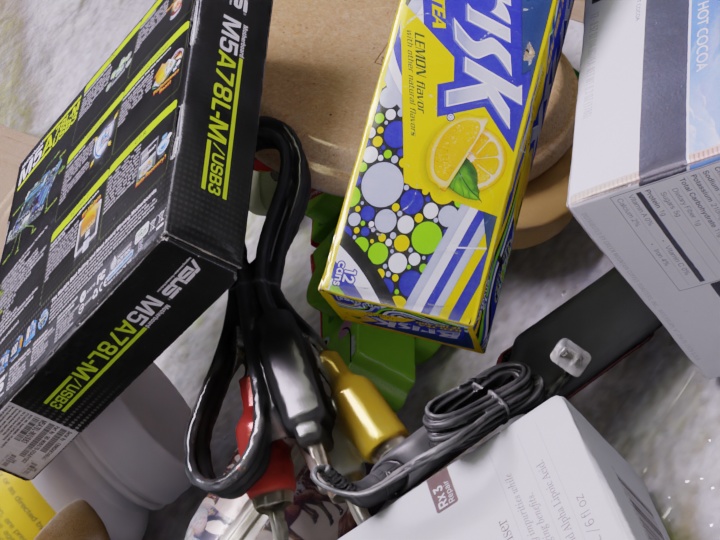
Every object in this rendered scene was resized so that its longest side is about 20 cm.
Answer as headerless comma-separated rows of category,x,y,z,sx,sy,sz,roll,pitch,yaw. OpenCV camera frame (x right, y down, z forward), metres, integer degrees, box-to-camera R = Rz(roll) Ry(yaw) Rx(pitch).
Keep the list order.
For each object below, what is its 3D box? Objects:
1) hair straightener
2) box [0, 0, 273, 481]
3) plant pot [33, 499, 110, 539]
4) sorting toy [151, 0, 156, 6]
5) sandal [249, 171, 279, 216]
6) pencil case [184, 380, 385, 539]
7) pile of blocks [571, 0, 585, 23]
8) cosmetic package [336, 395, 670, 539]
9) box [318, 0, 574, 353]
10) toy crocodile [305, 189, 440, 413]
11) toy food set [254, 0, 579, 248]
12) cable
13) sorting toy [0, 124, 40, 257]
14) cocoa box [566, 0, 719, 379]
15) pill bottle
hair straightener,0.064,0.043,0.797,0.200,0.041,0.077,-26,-14,-28
box,-0.116,-0.028,0.890,0.200,0.047,0.193,-43,30,39
plant pot,-0.159,0.203,0.861,0.027,0.200,0.200,24,66,6
sorting toy,-0.100,-0.174,1.234,0.180,0.107,0.200,-41,31,38
sandal,0.001,-0.111,1.083,0.057,0.080,0.201,28,81,35
pencil case,-0.060,0.144,0.869,0.078,0.089,0.200,33,76,8
pile of blocks,0.185,-0.164,0.968,0.200,0.062,0.082,-6,93,18
cosmetic package,0.036,0.158,0.770,0.200,0.081,0.113,-35,39,11
box,0.044,-0.071,0.814,0.070,0.064,0.200,13,79,10
toy crocodile,0.000,0.000,0.973,0.062,0.067,0.200,-48,29,30
toy food set,0.021,-0.092,0.967,0.200,0.049,0.198,6,41,1
cable,-0.043,0.029,0.855,0.097,0.050,0.200,-22,60,9
sorting toy,-0.254,-0.008,1.253,0.200,0.036,0.185,22,71,47
cocoa box,0.183,-0.080,0.817,0.131,0.133,0.200,-19,43,31
pill bottle,-0.185,0.126,0.983,0.200,0.114,0.114,-38,37,9
